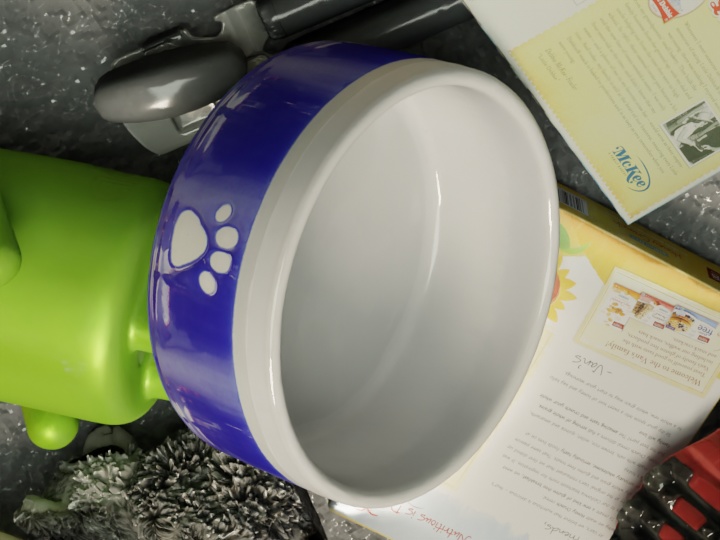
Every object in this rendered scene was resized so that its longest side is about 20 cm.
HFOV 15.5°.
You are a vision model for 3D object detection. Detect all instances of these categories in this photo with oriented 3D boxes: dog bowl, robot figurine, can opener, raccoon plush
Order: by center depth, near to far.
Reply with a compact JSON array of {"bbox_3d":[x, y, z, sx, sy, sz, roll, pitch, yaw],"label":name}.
[{"bbox_3d":[0.000,0.000,1.186,0.079,0.200,0.201,18,122,38],"label":"dog bowl"},{"bbox_3d":[-0.025,-0.106,1.229,0.199,0.067,0.053,-23,111,5],"label":"can opener"},{"bbox_3d":[-0.154,0.004,1.234,0.199,0.116,0.176,12,152,13],"label":"robot figurine"},{"bbox_3d":[-0.086,0.142,1.275,0.134,0.200,0.097,-27,128,0],"label":"raccoon plush"}]

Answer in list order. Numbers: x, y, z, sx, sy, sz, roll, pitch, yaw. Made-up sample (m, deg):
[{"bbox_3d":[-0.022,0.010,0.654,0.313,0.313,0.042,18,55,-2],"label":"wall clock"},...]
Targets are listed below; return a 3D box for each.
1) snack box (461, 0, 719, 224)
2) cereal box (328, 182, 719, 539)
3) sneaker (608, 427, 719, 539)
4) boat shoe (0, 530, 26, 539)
[{"bbox_3d":[0.124,-0.117,1.201,0.116,0.037,0.200,-30,131,13],"label":"snack box"},{"bbox_3d":[0.091,0.065,1.316,0.144,0.040,0.200,27,112,-12],"label":"cereal box"},{"bbox_3d":[0.202,0.102,1.300,0.201,0.071,0.098,-50,143,6],"label":"sneaker"},{"bbox_3d":[-0.239,0.169,1.324,0.199,0.065,0.071,0,134,15],"label":"boat shoe"}]
